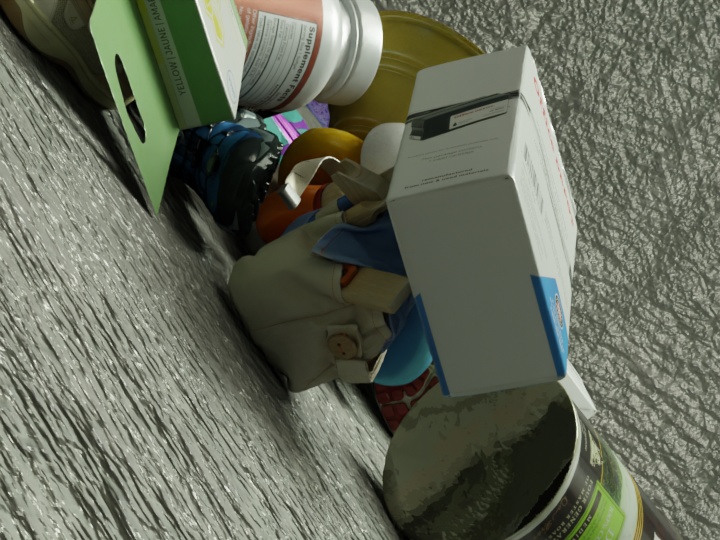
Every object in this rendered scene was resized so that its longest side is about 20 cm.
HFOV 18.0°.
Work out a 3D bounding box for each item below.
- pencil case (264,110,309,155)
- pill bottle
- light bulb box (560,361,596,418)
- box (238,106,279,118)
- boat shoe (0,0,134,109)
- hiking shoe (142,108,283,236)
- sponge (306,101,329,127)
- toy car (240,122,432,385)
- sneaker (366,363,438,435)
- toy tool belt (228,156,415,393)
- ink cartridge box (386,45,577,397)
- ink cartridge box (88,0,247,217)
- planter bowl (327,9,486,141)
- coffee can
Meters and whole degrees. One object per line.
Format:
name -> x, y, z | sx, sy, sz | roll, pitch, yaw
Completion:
pencil case -> -0.080, -0.113, 1.886 | 0.200, 0.092, 0.085 | 52, 49, -14
pill bottle -> -0.087, -0.177, 1.650 | 0.199, 0.113, 0.112 | 8, 36, -36
light bulb box -> 0.140, 0.092, 2.400 | 0.199, 0.124, 0.200 | 54, 4, -4
box -> -0.137, -0.204, 1.759 | 0.201, 0.050, 0.157 | 55, 36, 8
boat shoe -> -0.172, -0.161, 1.464 | 0.072, 0.065, 0.200 | 56, 5, 20
hiking shoe -> -0.107, -0.076, 1.543 | 0.086, 0.075, 0.200 | 20, 7, -13
sponge -> -0.075, -0.217, 1.922 | 0.200, 0.030, 0.112 | 53, 15, -19
toy car -> 0.000, 0.000, 1.667 | 0.200, 0.174, 0.150 | 52, 40, -24
sneaker -> 0.033, 0.071, 1.819 | 0.201, 0.077, 0.082 | 61, -5, 7
toy tool belt -> 0.007, -0.013, 1.489 | 0.125, 0.122, 0.200 | 54, 33, -20
ink cartridge box -> 0.082, -0.035, 1.454 | 0.200, 0.084, 0.145 | -75, 151, -61
ink cartridge box -> -0.119, -0.151, 1.449 | 0.201, 0.048, 0.146 | -88, 164, -54
planter bowl -> 0.036, -0.093, 1.748 | 0.200, 0.083, 0.201 | 27, -37, 23
coffee can -> 0.123, 0.175, 1.569 | 0.200, 0.146, 0.147 | 49, 7, -44
